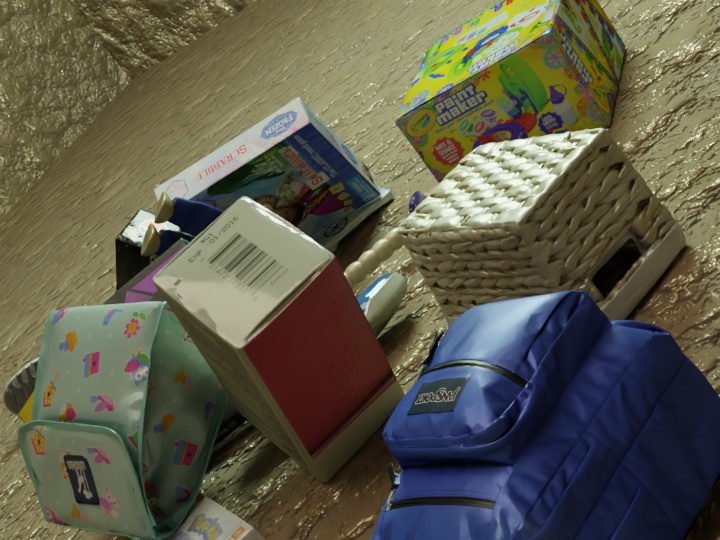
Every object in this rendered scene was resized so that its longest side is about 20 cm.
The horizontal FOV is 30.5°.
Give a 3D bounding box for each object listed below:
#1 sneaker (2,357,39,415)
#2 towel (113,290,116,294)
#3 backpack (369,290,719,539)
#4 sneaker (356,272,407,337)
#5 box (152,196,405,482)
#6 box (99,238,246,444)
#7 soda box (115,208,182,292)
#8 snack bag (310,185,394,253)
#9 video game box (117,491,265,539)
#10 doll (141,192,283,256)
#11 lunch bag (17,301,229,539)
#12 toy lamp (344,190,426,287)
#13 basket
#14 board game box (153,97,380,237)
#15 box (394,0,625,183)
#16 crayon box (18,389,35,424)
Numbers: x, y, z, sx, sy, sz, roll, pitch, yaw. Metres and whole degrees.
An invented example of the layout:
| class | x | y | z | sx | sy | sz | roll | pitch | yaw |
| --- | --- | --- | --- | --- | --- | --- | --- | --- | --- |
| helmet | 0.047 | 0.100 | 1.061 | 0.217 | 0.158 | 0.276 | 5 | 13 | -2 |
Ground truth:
| class | x | y | z | sx | sy | sz | roll | pitch | yaw |
| --- | --- | --- | --- | --- | --- | --- | --- | --- | --- |
| sneaker | -0.399 | 0.133 | 1.811 | 0.199 | 0.075 | 0.082 | -34 | 8 | -18 |
| towel | -0.249 | 0.031 | 1.746 | 0.111 | 0.049 | 0.199 | -29 | 14 | -22 |
| backpack | 0.093 | 0.126 | 0.776 | 0.162 | 0.168 | 0.201 | -21 | 29 | 56 |
| sneaker | -0.055 | 0.050 | 1.267 | 0.200 | 0.111 | 0.077 | -45 | -15 | -5 |
| box | -0.063 | 0.059 | 1.102 | 0.109 | 0.201 | 0.127 | -44 | 49 | -16 |
| box | -0.187 | 0.088 | 1.359 | 0.143 | 0.201 | 0.036 | -38 | -24 | 8 |
| soda box | -0.248 | 0.029 | 1.569 | 0.064 | 0.070 | 0.202 | -59 | -16 | -47 |
| snack bag | -0.064 | -0.042 | 1.643 | 0.200 | 0.021 | 0.188 | -41 | 20 | -14 |
| video game box | -0.175 | 0.272 | 1.115 | 0.182 | 0.047 | 0.199 | -43 | 20 | -18 |
| doll | -0.137 | -0.014 | 1.450 | 0.049 | 0.198 | 0.138 | -110 | 42 | -66 |
| lunch bag | -0.214 | 0.137 | 1.185 | 0.169 | 0.121 | 0.203 | -3 | 70 | 40 |
| toy lamp | 0.000 | 0.000 | 1.385 | 0.199 | 0.058 | 0.058 | -38 | 19 | -5 |
| basket | 0.140 | -0.026 | 1.083 | 0.136 | 0.124 | 0.199 | -45 | 19 | -22 |
| board game box | -0.103 | -0.090 | 1.523 | 0.198 | 0.200 | 0.041 | -31 | 60 | 12 |
| box | 0.165 | -0.205 | 1.434 | 0.199 | 0.122 | 0.193 | -26 | 23 | 31 |
| crayon box | -0.243 | 0.149 | 1.309 | 0.199 | 0.051 | 0.128 | 36 | 93 | 36 |
